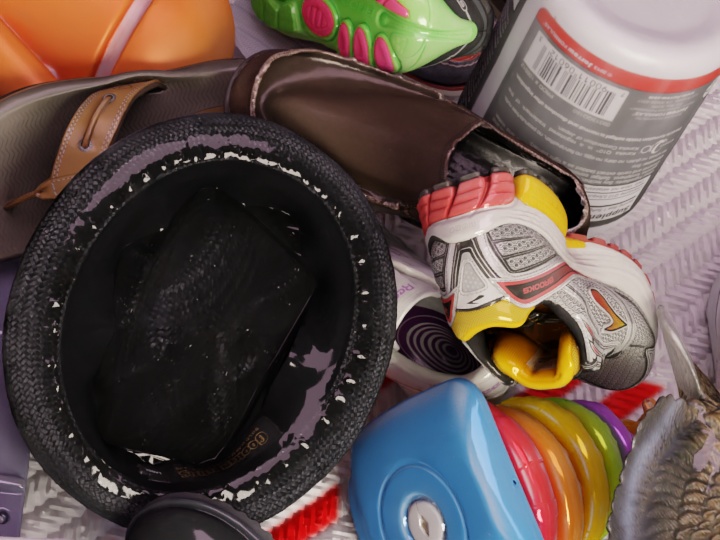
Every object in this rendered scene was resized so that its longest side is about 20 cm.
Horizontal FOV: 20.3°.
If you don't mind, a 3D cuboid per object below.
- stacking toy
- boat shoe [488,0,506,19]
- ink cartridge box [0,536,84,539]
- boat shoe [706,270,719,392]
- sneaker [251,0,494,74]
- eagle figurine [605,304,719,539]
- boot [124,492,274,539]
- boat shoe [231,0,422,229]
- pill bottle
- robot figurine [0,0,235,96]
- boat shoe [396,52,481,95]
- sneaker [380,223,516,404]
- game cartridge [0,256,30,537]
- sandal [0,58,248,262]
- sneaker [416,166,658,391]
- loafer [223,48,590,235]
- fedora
[{"bbox_3d":[0.101,0.101,1.006,0.199,0.110,0.117,-15,77,-41],"label":"stacking toy"},{"bbox_3d":[0.075,-0.225,1.242,0.200,0.069,0.075,44,52,13],"label":"boat shoe"},{"bbox_3d":[-0.198,0.184,0.801,0.198,0.084,0.145,3,43,-7],"label":"ink cartridge box"},{"bbox_3d":[0.225,0.048,1.102,0.072,0.066,0.201,25,51,-1],"label":"boat shoe"},{"bbox_3d":[0.001,-0.154,1.090,0.083,0.077,0.200,-1,29,-34],"label":"sneaker"},{"bbox_3d":[0.177,0.119,0.942,0.151,0.151,0.201,39,77,-15],"label":"eagle figurine"},{"bbox_3d":[-0.063,0.187,0.814,0.165,0.066,0.200,49,20,-1],"label":"boot"},{"bbox_3d":[-0.012,-0.086,1.111,0.072,0.071,0.200,-26,47,-19],"label":"boat shoe"},{"bbox_3d":[0.115,-0.090,1.074,0.115,0.200,0.117,10,53,-13],"label":"pill bottle"},{"bbox_3d":[-0.152,-0.133,1.061,0.199,0.144,0.117,29,89,2],"label":"robot figurine"},{"bbox_3d":[0.015,-0.192,1.201,0.071,0.063,0.201,-19,65,-33],"label":"boat shoe"},{"bbox_3d":[0.000,0.000,1.027,0.199,0.100,0.075,34,82,7],"label":"sneaker"},{"bbox_3d":[-0.217,0.043,0.963,0.129,0.038,0.201,13,52,-17],"label":"game cartridge"},{"bbox_3d":[-0.114,-0.054,0.985,0.199,0.082,0.055,-13,20,-20],"label":"sandal"},{"bbox_3d":[0.085,0.025,0.956,0.200,0.077,0.083,31,48,-53],"label":"sneaker"},{"bbox_3d":[0.031,-0.062,0.990,0.199,0.071,0.074,20,76,-11],"label":"loafer"},{"bbox_3d":[-0.082,0.026,0.963,0.199,0.092,0.202,1,86,-19],"label":"fedora"}]
